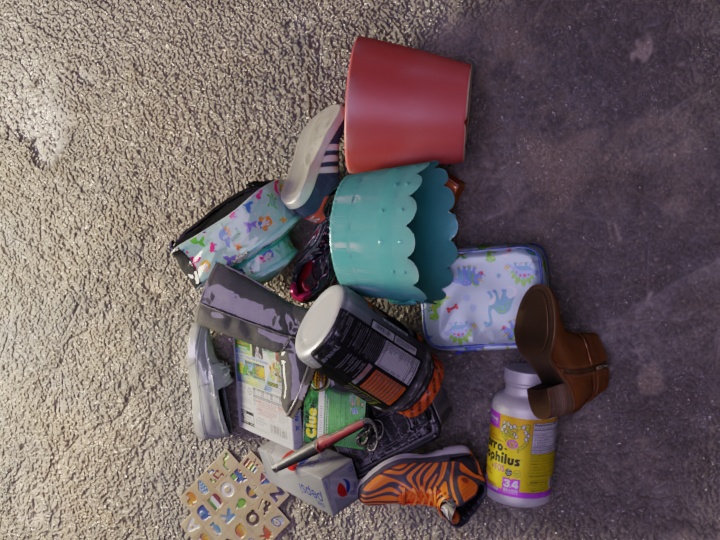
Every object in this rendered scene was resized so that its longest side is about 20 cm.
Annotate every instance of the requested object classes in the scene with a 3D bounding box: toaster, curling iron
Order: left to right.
[{"bbox_3d":[-0.052,0.270,1.643,0.197,0.026,0.050,-22,87,20],"label":"curling iron"},{"bbox_3d":[0.036,0.198,1.705,0.198,0.119,0.183,-30,88,18],"label":"toaster"}]

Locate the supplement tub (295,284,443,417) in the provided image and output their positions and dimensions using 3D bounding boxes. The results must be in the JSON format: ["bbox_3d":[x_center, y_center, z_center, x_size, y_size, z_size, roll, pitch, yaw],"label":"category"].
[{"bbox_3d":[0.015,0.120,1.547,0.199,0.123,0.123,34,107,-22],"label":"supplement tub"}]

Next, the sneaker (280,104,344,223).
[{"bbox_3d":[-0.057,-0.163,1.695,0.074,0.084,0.202,-5,54,44],"label":"sneaker"}]

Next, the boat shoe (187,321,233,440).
[{"bbox_3d":[-0.246,0.183,1.821,0.070,0.070,0.205,-2,100,6],"label":"boat shoe"}]

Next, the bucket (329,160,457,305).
[{"bbox_3d":[0.050,-0.052,1.562,0.132,0.207,0.211,0,97,23],"label":"bucket"}]

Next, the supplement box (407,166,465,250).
[{"bbox_3d":[0.086,-0.061,1.686,0.068,0.066,0.202,29,103,11],"label":"supplement box"}]

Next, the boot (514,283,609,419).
[{"bbox_3d":[0.306,0.108,1.593,0.076,0.154,0.204,-5,97,49],"label":"boot"}]

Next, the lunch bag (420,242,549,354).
[{"bbox_3d":[0.189,0.042,1.659,0.196,0.082,0.164,-4,95,17],"label":"lunch bag"}]

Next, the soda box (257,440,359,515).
[{"bbox_3d":[-0.082,0.318,1.721,0.199,0.063,0.069,11,123,55],"label":"soda box"}]

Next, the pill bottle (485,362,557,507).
[{"bbox_3d":[0.247,0.248,1.655,0.102,0.104,0.204,6,98,16],"label":"pill bottle"}]

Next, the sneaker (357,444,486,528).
[{"bbox_3d":[0.099,0.335,1.637,0.197,0.113,0.078,-15,133,-12],"label":"sneaker"}]

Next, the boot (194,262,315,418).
[{"bbox_3d":[-0.155,0.104,1.615,0.197,0.073,0.185,18,89,-3],"label":"boot"}]

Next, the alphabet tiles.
[{"bbox_3d":[-0.216,0.411,1.867,0.167,0.006,0.200,46,107,6],"label":"alphabet tiles"}]

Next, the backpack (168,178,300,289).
[{"bbox_3d":[-0.179,-0.052,1.709,0.199,0.178,0.151,-40,92,13],"label":"backpack"}]

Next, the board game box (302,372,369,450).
[{"bbox_3d":[-0.035,0.166,1.649,0.103,0.023,0.204,5,98,16],"label":"board game box"}]

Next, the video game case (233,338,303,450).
[{"bbox_3d":[-0.151,0.178,1.746,0.199,0.022,0.186,7,102,59],"label":"video game case"}]

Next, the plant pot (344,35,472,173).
[{"bbox_3d":[0.074,-0.238,1.614,0.174,0.200,0.205,5,99,6],"label":"plant pot"}]

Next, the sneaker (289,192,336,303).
[{"bbox_3d":[-0.048,-0.035,1.725,0.080,0.075,0.203,27,103,12],"label":"sneaker"}]
